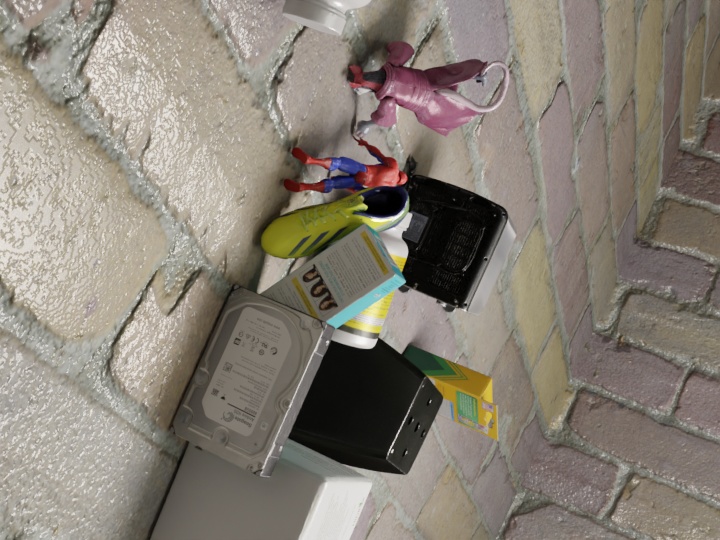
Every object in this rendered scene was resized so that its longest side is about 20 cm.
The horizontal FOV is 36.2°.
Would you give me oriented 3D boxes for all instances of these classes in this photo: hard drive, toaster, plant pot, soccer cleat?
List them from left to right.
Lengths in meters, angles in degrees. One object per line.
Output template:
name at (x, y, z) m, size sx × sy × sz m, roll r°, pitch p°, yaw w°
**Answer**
hard drive at (-0.132, 0.132, 1.341) m, size 0.200 × 0.140 × 0.038 m, roll -66°, pitch 156°, yaw -4°
soccer cleat at (-0.031, -0.068, 1.391) m, size 0.200 × 0.065 × 0.084 m, roll -16°, pitch 164°, yaw -20°
plant pot at (0.009, 0.204, 1.668) m, size 0.200 × 0.177 × 0.200 m, roll -62°, pitch 156°, yaw -12°
toaster at (0.131, -0.046, 1.722) m, size 0.200 × 0.181 × 0.119 m, roll -66°, pitch 160°, yaw -3°

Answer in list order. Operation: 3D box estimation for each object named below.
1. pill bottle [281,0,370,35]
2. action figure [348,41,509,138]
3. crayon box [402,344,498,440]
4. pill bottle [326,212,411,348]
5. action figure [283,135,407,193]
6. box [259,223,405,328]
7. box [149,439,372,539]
pill bottle at (-0.021, -0.362, 1.194) m, size 0.111 × 0.111 × 0.200 m, roll 6°, pitch 104°, yaw -66°
action figure at (0.073, -0.233, 1.466) m, size 0.200 × 0.149 × 0.134 m, roll 4°, pitch 99°, yaw -33°
crayon box at (0.169, 0.221, 2.002) m, size 0.052 × 0.200 × 0.126 m, roll -54°, pitch 154°, yaw -30°
pill bottle at (0.000, 0.000, 1.551) m, size 0.112 × 0.112 × 0.200 m, roll 10°, pitch 101°, yaw -67°
action figure at (-0.026, -0.136, 1.456) m, size 0.200 × 0.099 × 0.065 m, roll 1°, pitch 113°, yaw -42°
box at (-0.049, 0.032, 1.384) m, size 0.200 × 0.082 × 0.049 m, roll -33°, pitch 159°, yaw 10°
box at (-0.130, 0.322, 1.432) m, size 0.200 × 0.199 × 0.171 m, roll -67°, pitch 157°, yaw -3°
